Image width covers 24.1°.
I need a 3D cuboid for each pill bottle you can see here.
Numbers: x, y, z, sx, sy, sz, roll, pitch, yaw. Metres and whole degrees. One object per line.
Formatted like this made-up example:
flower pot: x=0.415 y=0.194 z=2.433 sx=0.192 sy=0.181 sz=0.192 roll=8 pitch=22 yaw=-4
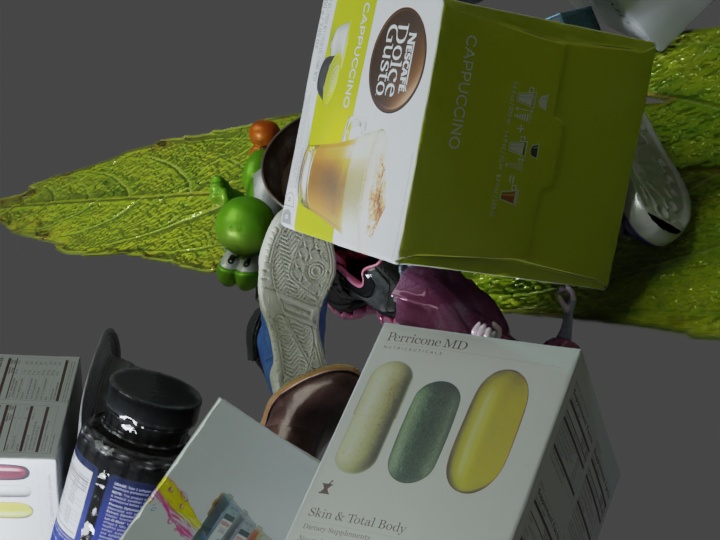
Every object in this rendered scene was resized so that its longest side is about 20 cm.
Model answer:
pill bottle: x=-0.209 y=0.196 z=1.514 sx=0.112 sy=0.112 sz=0.200 roll=-129 pitch=54 yaw=-64

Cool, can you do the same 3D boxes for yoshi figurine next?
yoshi figurine: x=-0.099 y=-0.074 z=1.752 sx=0.112 sy=0.112 sz=0.200 roll=-16 pitch=41 yaw=37

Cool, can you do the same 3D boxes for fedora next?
fedora: x=-0.220 y=0.161 z=1.636 sx=0.177 sy=0.090 sz=0.200 roll=-81 pitch=2 yaw=-59

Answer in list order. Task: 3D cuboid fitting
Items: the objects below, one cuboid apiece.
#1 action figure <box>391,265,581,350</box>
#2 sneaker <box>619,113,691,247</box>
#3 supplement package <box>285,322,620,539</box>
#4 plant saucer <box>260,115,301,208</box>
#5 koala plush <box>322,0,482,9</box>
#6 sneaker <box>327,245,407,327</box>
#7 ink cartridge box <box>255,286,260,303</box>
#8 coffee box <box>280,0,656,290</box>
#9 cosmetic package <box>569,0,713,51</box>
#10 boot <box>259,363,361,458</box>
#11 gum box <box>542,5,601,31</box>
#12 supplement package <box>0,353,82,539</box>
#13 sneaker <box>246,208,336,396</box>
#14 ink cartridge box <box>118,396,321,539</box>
action figure: x=0.098 y=0.075 z=1.327 sx=0.200 sy=0.134 sz=0.149 roll=44 pitch=125 yaw=40
sneaker: x=0.191 y=-0.051 z=1.415 sx=0.146 sy=0.081 sz=0.200 roll=-48 pitch=30 yaw=28
supplement package: x=0.065 y=0.165 z=1.137 sx=0.152 sy=0.151 sz=0.200 roll=7 pitch=53 yaw=27
plant saucer: x=0.000 y=-0.100 z=1.708 sx=0.200 sy=0.035 sz=0.200 roll=-3 pitch=42 yaw=3
koala plush: x=0.049 y=-0.287 z=1.864 sx=0.184 sy=0.177 sz=0.200 roll=-51 pitch=24 yaw=16
sneaker: x=0.000 y=0.000 z=1.593 sx=0.079 sy=0.095 sz=0.200 roll=-54 pitch=25 yaw=-12
ink cartridge box: x=-0.025 y=-0.041 z=1.754 sx=0.200 sy=0.039 sz=0.099 roll=-36 pitch=27 yaw=20
coffee box: x=0.082 y=-0.106 z=1.337 sx=0.198 sy=0.200 sz=0.200 roll=20 pitch=101 yaw=60
cosmetic package: x=0.257 y=-0.341 z=1.610 sx=0.166 sy=0.167 sz=0.200 roll=-44 pitch=25 yaw=2
boot: x=-0.054 y=0.189 z=1.459 sx=0.200 sy=0.072 sz=0.166 roll=-41 pitch=38 yaw=8
gum box: x=0.131 y=-0.193 z=1.570 sx=0.170 sy=0.045 sz=0.200 roll=-21 pitch=4 yaw=19
supplement package: x=-0.335 y=0.207 z=1.655 sx=0.111 sy=0.200 sz=0.156 roll=2 pitch=35 yaw=0
sneaker: x=-0.068 y=0.029 z=1.578 sx=0.077 sy=0.200 sz=0.111 roll=-8 pitch=16 yaw=-15
ink cartridge box: x=-0.105 y=0.228 z=1.308 sx=0.200 sy=0.145 sz=0.145 roll=-54 pitch=-8 yaw=-17
